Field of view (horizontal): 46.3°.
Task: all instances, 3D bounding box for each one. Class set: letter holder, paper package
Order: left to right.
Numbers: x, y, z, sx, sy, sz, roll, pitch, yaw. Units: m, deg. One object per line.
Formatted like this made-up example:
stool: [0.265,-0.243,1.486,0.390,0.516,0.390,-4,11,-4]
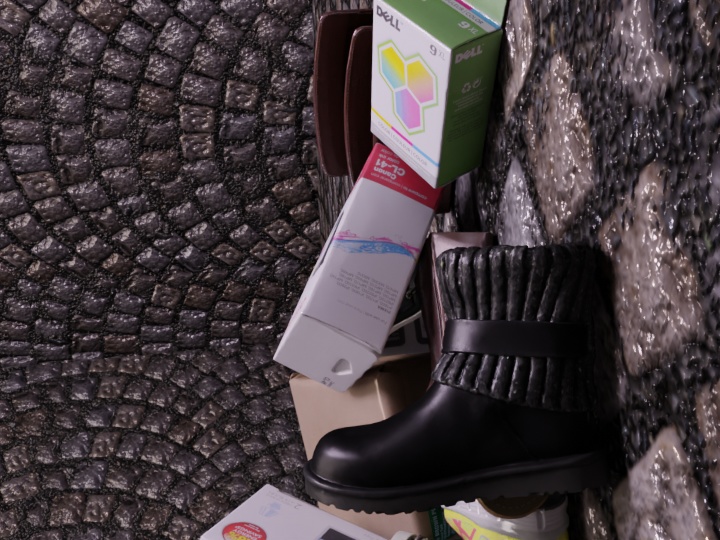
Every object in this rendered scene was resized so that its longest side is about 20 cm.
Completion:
letter holder: [0.024,-0.165,0.896,0.101,0.141,0.201,-103,10,-50]
paper package: [0.026,0.196,0.915,0.190,0.103,0.201,-15,88,55]

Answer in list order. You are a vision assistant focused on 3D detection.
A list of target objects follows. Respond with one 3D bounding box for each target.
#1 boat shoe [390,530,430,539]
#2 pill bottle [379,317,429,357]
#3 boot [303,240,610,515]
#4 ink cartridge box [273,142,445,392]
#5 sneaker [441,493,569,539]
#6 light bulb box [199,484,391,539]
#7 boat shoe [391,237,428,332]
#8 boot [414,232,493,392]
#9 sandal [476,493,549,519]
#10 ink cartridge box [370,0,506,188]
boat shoe: [0.082,0.285,0.717,0.201,0.060,0.072,55,-134,-44]
pill bottle: [0.041,0.071,1.065,0.113,0.113,0.201,104,161,-72]
boot: [0.055,0.066,0.553,0.079,0.210,0.159,-31,-68,-80]
ink cartridge box: [0.000,0.000,0.828,0.201,0.085,0.148,-65,4,-28]
sneaker: [0.115,0.219,0.682,0.200,0.078,0.091,120,141,-80]
light bulb box: [-0.052,0.344,0.791,0.125,0.198,0.201,-24,-51,-63]
boat shoe: [0.030,0.028,0.950,0.200,0.060,0.076,-48,37,28]
boot: [0.066,0.075,0.786,0.186,0.064,0.201,-28,63,36]
sandal: [0.107,0.109,0.666,0.070,0.077,0.212,99,174,-49]
ink cartridge box: [0.063,-0.183,0.731,0.104,0.059,0.200,46,151,32]
